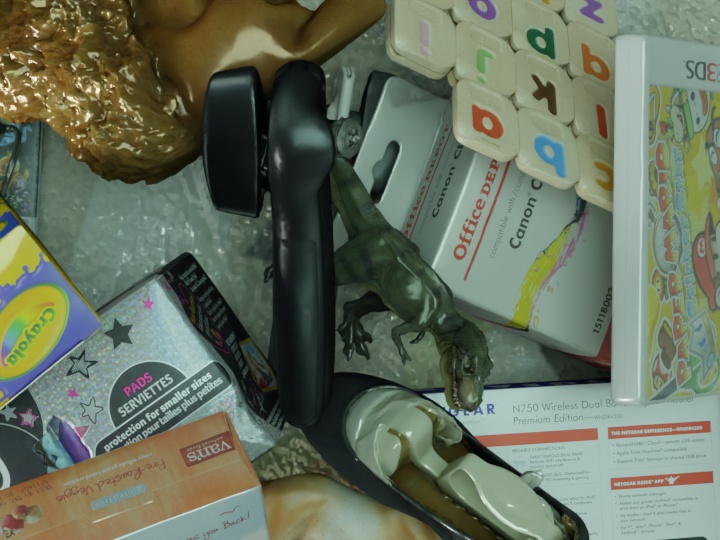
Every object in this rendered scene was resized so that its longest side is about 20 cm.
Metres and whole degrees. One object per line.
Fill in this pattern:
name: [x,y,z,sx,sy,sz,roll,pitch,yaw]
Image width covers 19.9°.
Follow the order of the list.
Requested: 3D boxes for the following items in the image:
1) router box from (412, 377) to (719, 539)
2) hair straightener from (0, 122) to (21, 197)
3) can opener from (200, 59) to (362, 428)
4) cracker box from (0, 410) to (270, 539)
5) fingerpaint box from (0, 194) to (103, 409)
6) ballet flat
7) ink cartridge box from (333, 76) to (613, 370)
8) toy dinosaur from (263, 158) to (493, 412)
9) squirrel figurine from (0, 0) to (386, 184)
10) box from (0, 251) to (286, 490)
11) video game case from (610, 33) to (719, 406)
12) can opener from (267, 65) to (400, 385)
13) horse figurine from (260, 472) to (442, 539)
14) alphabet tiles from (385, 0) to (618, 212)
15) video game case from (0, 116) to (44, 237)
router box: [0.120,0.156,1.231,0.199,0.049,0.180,-2,89,-9]
hair straightener: [-0.281,-0.031,1.162,0.199,0.041,0.077,-24,114,-13]
can opener: [-0.034,-0.015,1.100,0.078,0.063,0.201,0,110,19]
cracker box: [-0.111,0.172,1.062,0.133,0.200,0.058,-19,49,-12]
fingerpaint box: [-0.246,0.048,1.082,0.200,0.167,0.073,-40,110,-5]
ballet flat: [0.047,0.108,1.125,0.200,0.073,0.073,38,84,19]
ink cartridge box: [0.093,-0.027,1.197,0.199,0.067,0.117,22,85,-22]
toy dinosaur: [0.000,0.000,1.141,0.200,0.088,0.047,55,39,6]
squirrel figurine: [-0.122,-0.153,1.146,0.200,0.142,0.187,-34,87,-23]
box: [-0.152,0.094,1.129,0.200,0.132,0.115,-36,93,6]
video game case: [0.196,-0.029,1.175,0.023,0.182,0.201,2,93,36]
can opener: [-0.015,-0.023,1.210,0.066,0.053,0.201,13,88,-8]
horse figurine: [-0.011,0.164,1.175,0.199,0.050,0.133,11,94,11]
alphabet tiles: [0.101,-0.119,1.179,0.199,0.015,0.196,23,42,-23]
video game case: [-0.285,-0.046,1.185,0.199,0.023,0.183,3,89,-8]
